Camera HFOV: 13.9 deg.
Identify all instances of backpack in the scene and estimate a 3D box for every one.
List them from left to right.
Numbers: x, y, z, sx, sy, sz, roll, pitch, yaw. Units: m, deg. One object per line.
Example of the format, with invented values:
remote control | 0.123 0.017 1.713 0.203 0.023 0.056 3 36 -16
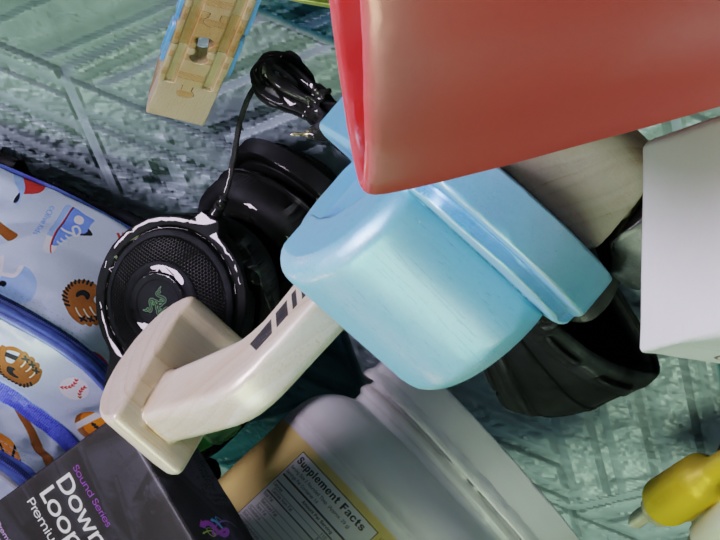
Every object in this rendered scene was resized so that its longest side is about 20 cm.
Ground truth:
backpack | -0.160 0.043 1.254 0.199 0.154 0.191 16 138 5

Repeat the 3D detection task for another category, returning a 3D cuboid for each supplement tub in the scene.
supplement tub | -0.016 0.145 1.257 0.145 0.200 0.145 47 175 5

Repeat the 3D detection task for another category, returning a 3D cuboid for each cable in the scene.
cable | 0.183 0.072 1.226 0.097 0.051 0.200 17 149 -3

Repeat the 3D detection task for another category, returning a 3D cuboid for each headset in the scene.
headset | -0.037 0.001 1.149 0.094 0.123 0.201 30 135 20

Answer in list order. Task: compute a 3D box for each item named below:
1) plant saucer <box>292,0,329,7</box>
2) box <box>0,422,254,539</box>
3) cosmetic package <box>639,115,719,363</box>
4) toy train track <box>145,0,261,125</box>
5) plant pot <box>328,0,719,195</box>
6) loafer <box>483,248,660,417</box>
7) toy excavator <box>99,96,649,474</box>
plant saucer | -0.016 -0.161 0.978 0.199 0.031 0.200 11 147 7
box | -0.109 0.154 1.160 0.200 0.036 0.143 -37 83 35
cosmetic package | 0.173 -0.016 0.838 0.101 0.074 0.200 8 166 -26
toy train track | -0.045 -0.108 1.020 0.114 0.033 0.200 13 155 -8
plant pot | 0.076 -0.126 0.826 0.176 0.201 0.201 -6 147 -2
loafer | 0.067 -0.008 1.146 0.070 0.068 0.201 -6 147 18
toy excavator | 0.000 0.000 1.020 0.100 0.200 0.194 43 177 -21
